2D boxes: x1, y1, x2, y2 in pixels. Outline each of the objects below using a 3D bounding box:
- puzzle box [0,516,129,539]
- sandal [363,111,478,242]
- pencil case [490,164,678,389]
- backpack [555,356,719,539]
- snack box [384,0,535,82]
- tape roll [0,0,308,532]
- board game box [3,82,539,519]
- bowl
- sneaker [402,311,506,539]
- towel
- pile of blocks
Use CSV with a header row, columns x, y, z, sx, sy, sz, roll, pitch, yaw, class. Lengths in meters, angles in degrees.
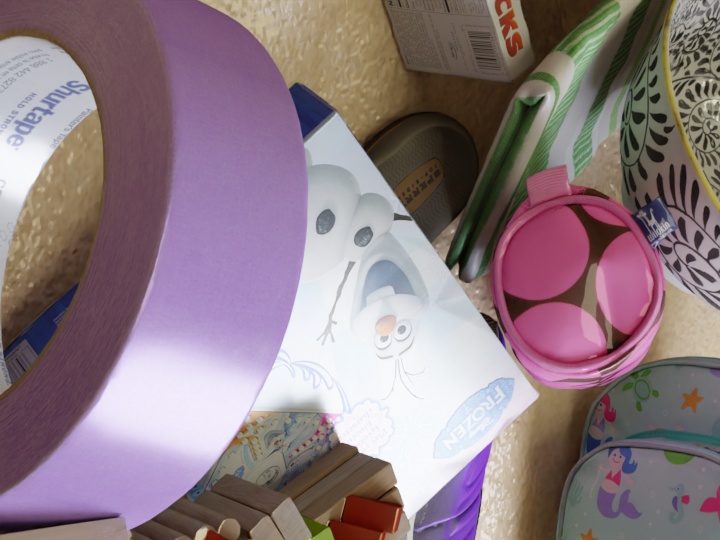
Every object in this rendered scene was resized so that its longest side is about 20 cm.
x,y,z,sx,sy,sz,roll,pitch,yaw,class
-0.182,0.137,0.613,0.198,0.026,0.133,-5,148,-20,puzzle box
0.000,0.000,0.855,0.200,0.054,0.082,-43,126,-28,sandal
0.107,0.009,0.892,0.090,0.200,0.094,-25,81,1,pencil case
0.198,0.147,1.007,0.150,0.176,0.202,13,86,-51,backpack
0.024,-0.182,0.827,0.024,0.072,0.201,-38,124,-31,snack box
-0.111,-0.009,0.636,0.065,0.199,0.202,19,86,-45,tape roll
-0.043,0.056,0.789,0.200,0.043,0.199,-42,128,-6,board game box
0.196,-0.045,0.923,0.199,0.094,0.203,21,54,-31,bowl
0.029,0.121,0.911,0.100,0.069,0.202,45,62,-57,sneaker
0.122,-0.092,0.922,0.200,0.023,0.153,-41,160,-37,towel
-0.051,0.125,0.727,0.199,0.062,0.083,-5,100,-38,pile of blocks
